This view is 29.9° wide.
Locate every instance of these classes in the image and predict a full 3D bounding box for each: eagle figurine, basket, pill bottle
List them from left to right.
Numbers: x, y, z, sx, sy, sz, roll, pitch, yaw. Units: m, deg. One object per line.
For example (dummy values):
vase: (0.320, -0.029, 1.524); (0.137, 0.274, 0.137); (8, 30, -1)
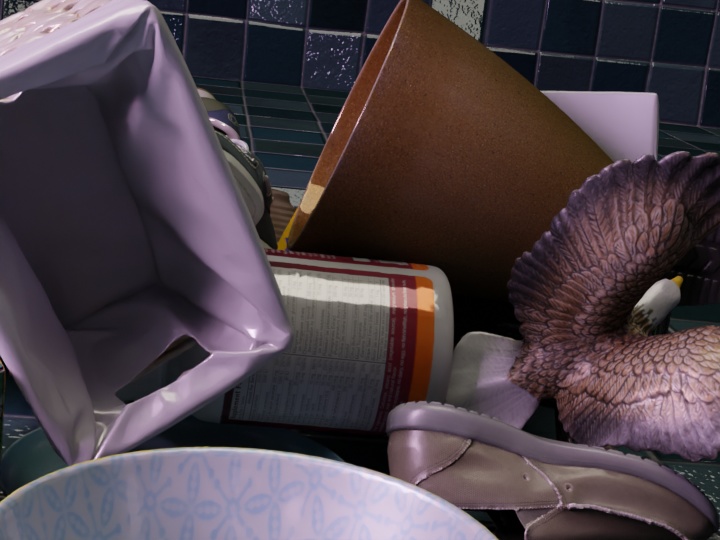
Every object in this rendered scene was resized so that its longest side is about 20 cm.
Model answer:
basket: (-0.141, -0.028, 0.672); (0.135, 0.200, 0.123); (-30, 31, -18)
pill bottle: (-0.050, 0.042, 0.828); (0.199, 0.110, 0.110); (6, 14, -8)
eagle figurine: (0.155, 0.035, 0.796); (0.151, 0.151, 0.200); (26, -25, -11)

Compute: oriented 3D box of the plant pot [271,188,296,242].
plant pot: (-0.119, -0.033, 1.161); (0.200, 0.093, 0.201); (14, 3, -1)

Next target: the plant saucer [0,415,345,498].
plant saucer: (-0.101, 0.124, 0.755); (0.199, 0.028, 0.200); (6, 14, -1)

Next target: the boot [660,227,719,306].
boot: (0.206, -0.027, 1.028); (0.199, 0.078, 0.138); (12, 11, 20)

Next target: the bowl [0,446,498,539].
bowl: (-0.045, 0.152, 0.502); (0.199, 0.108, 0.200); (6, 15, -2)

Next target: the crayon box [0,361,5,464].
crayon box: (-0.234, 0.075, 0.699); (0.058, 0.119, 0.200); (0, 16, -26)

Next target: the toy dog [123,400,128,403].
toy dog: (-0.178, -0.015, 0.915); (0.139, 0.201, 0.194); (12, 15, 24)

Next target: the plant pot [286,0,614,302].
plant pot: (0.078, -0.058, 0.908); (0.199, 0.187, 0.186); (25, 12, -8)

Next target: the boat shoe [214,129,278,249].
boat shoe: (-0.090, -0.049, 0.836); (0.073, 0.062, 0.200); (-6, -21, 5)

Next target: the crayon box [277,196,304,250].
crayon box: (0.000, 0.000, 1.002); (0.125, 0.052, 0.200); (10, 53, 24)

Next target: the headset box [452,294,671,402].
headset box: (0.151, 0.036, 1.086); (0.174, 0.093, 0.200); (11, 15, 20)

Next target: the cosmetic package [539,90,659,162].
cosmetic package: (0.124, -0.095, 1.024); (0.199, 0.072, 0.101); (2, -1, 13)

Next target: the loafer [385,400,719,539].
loafer: (0.104, 0.132, 0.763); (0.199, 0.070, 0.075); (16, -18, -5)

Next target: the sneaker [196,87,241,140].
sneaker: (-0.178, -0.069, 1.072); (0.200, 0.067, 0.090); (-39, 35, -11)
